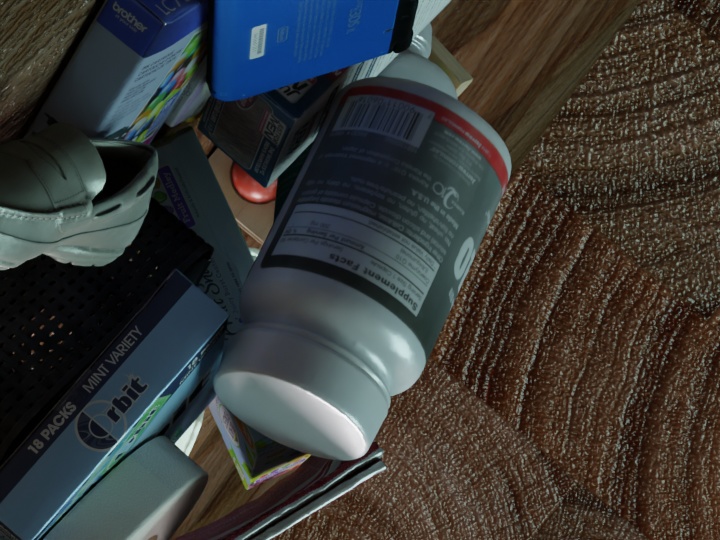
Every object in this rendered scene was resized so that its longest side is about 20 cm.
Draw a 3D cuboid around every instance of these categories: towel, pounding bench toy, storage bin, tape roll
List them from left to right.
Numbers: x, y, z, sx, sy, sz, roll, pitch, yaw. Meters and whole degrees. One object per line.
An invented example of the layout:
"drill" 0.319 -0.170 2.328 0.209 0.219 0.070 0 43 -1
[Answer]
"storage bin" -0.189 0.043 1.660 0.200 0.094 0.135 -45 171 -40
"tape roll" -0.165 0.180 1.643 0.203 0.037 0.203 -49 173 -8
"towel" -0.062 0.147 1.703 0.144 0.023 0.200 -31 180 -12
"pounding bench toy" -0.004 -0.094 2.037 0.200 0.124 0.156 -50 173 -2

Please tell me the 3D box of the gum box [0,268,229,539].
"gum box" -0.148 0.099 1.647 0.170 0.045 0.200 -49 173 -15

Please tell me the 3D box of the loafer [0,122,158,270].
"loafer" -0.162 -0.043 1.414 0.070 0.070 0.200 -56 164 13

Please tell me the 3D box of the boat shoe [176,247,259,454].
"boat shoe" -0.139 0.066 2.303 0.060 0.072 0.202 32 -84 56

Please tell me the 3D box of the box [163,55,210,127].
"box" -0.062 -0.167 1.581 0.200 0.041 0.039 -55 172 27

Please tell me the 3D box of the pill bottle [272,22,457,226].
"pill bottle" 0.004 -0.065 1.798 0.111 0.110 0.201 114 -18 -68

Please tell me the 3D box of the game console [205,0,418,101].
"game console" -0.014 -0.191 1.523 0.170 0.119 0.200 -17 166 -8

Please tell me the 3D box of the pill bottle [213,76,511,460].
"pill bottle" 0.000 0.000 1.635 0.114 0.114 0.200 116 0 -66

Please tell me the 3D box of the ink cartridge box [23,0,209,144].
"ink cartridge box" -0.117 -0.113 1.521 0.200 0.042 0.119 -57 172 35

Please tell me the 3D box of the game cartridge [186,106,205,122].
"game cartridge" -0.033 -0.181 1.745 0.200 0.032 0.176 -54 173 21

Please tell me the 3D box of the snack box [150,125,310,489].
"snack box" -0.088 0.026 1.793 0.053 0.200 0.142 -24 169 -9

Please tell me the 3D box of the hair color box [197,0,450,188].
"hair color box" -0.006 -0.151 1.715 0.200 0.060 0.100 -47 173 -25
